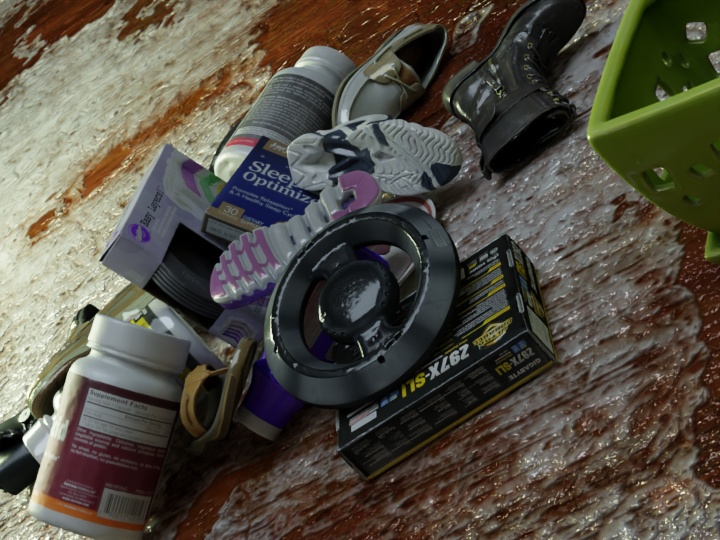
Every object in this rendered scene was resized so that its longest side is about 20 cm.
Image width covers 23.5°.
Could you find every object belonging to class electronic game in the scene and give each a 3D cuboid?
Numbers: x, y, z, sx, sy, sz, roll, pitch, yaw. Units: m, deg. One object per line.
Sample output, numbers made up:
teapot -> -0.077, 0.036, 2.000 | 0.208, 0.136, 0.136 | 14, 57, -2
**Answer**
electronic game -> -0.001, 0.029, 1.516 | 0.199, 0.042, 0.201 | -19, 52, 26

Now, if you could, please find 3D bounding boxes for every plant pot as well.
plant pot -> 0.314, -0.128, 1.306 | 0.198, 0.182, 0.201 | -21, 33, 38

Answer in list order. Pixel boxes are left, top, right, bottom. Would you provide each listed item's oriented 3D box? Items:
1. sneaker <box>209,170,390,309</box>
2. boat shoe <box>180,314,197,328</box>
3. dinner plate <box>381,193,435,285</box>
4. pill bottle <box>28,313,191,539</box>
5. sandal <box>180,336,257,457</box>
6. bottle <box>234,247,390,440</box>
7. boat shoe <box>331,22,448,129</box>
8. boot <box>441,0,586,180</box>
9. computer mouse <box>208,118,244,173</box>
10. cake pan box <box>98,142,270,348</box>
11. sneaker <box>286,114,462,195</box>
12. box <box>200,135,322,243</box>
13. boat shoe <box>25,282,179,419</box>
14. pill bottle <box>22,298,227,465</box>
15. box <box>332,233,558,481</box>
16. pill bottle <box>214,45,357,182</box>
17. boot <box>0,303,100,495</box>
sneaker -> -0.052, -0.011, 1.694 | 0.199, 0.089, 0.081 | -30, 43, 8
boat shoe -> -0.195, 0.039, 1.924 | 0.202, 0.065, 0.075 | -33, 45, 31
dinner plate -> 0.000, 0.000, 1.738 | 0.200, 0.024, 0.201 | -32, 28, 19
pill bottle -> -0.235, 0.150, 1.647 | 0.114, 0.114, 0.201 | 10, 82, 59
sandal -> -0.146, 0.121, 1.632 | 0.200, 0.054, 0.081 | 130, 159, -59
bottle -> -0.047, 0.063, 1.618 | 0.201, 0.065, 0.084 | -58, -3, 3
boat shoe -> 0.034, -0.216, 1.970 | 0.068, 0.075, 0.200 | -20, 32, 49
boot -> 0.178, -0.186, 1.745 | 0.200, 0.069, 0.174 | -44, 30, 6
computer mouse -> -0.158, -0.093, 2.087 | 0.138, 0.053, 0.201 | -5, 55, 54
cake pan box -> -0.162, -0.022, 1.794 | 0.052, 0.184, 0.200 | -52, 11, 32
sneaker -> 0.037, -0.127, 1.802 | 0.198, 0.080, 0.129 | -7, 14, 34
box -> -0.076, -0.081, 1.829 | 0.200, 0.121, 0.033 | -60, -11, -53
boat shoe -> -0.285, 0.083, 1.843 | 0.076, 0.072, 0.200 | 29, 56, 35
pill bottle -> -0.240, 0.134, 1.761 | 0.200, 0.114, 0.114 | -44, 25, -4
box -> 0.067, 0.073, 1.498 | 0.200, 0.049, 0.160 | -34, 29, 16
pill bottle -> -0.077, -0.165, 2.005 | 0.110, 0.111, 0.200 | -11, 40, 48
boot -> -0.347, 0.143, 1.936 | 0.168, 0.076, 0.201 | -32, 37, 13
